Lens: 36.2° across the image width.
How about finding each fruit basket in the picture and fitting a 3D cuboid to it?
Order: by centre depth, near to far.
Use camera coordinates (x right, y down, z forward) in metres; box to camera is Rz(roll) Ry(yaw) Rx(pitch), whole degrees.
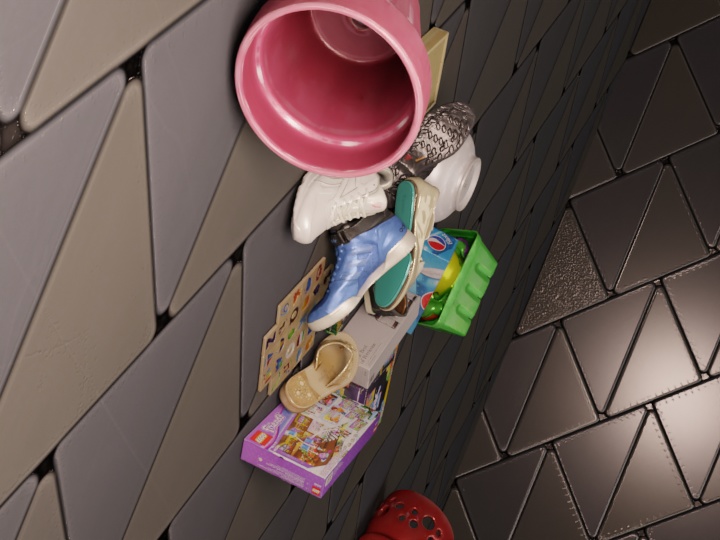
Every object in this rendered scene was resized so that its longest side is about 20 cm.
[{"bbox_3d":[0.143,0.006,2.075,0.213,0.155,0.220,-3,96,-32],"label":"fruit basket"}]

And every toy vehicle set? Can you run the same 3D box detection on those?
[{"bbox_3d":[0.070,-0.262,1.623,0.200,0.026,0.126,-49,156,-47],"label":"toy vehicle set"}]

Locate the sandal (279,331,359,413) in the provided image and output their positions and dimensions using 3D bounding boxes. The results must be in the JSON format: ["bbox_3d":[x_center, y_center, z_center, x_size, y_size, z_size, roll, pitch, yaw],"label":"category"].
[{"bbox_3d":[-0.040,0.143,1.682,0.069,0.078,0.211,-39,180,38],"label":"sandal"}]

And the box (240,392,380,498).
[{"bbox_3d":[-0.071,0.245,1.642,0.200,0.135,0.040,-40,149,-56],"label":"box"}]

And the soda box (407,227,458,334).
[{"bbox_3d":[0.101,0.017,1.931,0.065,0.067,0.201,-62,177,-45],"label":"soda box"}]

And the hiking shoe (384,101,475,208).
[{"bbox_3d":[0.093,-0.184,1.684,0.200,0.076,0.101,-43,-174,9],"label":"hiking shoe"}]

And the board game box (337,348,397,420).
[{"bbox_3d":[-0.002,0.235,1.990,0.165,0.056,0.202,-48,155,-51],"label":"board game box"}]

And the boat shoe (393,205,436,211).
[{"bbox_3d":[0.075,-0.080,1.814,0.200,0.060,0.075,118,-6,-66],"label":"boat shoe"}]

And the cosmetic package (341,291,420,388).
[{"bbox_3d":[0.023,0.103,1.854,0.201,0.081,0.051,-53,156,-43],"label":"cosmetic package"}]

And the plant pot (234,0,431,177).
[{"bbox_3d":[-0.015,-0.230,1.148,0.180,0.196,0.202,-73,172,-46],"label":"plant pot"}]

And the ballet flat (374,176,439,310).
[{"bbox_3d":[0.074,-0.037,1.638,0.069,0.068,0.203,-11,116,-70],"label":"ballet flat"}]

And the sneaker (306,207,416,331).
[{"bbox_3d":[-0.026,-0.016,1.565,0.200,0.111,0.077,-43,-165,0],"label":"sneaker"}]

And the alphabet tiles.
[{"bbox_3d":[-0.092,0.080,1.590,0.200,0.006,0.168,-49,155,-48],"label":"alphabet tiles"}]

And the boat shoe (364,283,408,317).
[{"bbox_3d":[0.040,0.009,1.724,0.072,0.067,0.201,-60,157,-26],"label":"boat shoe"}]

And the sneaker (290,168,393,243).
[{"bbox_3d":[-0.018,-0.097,1.431,0.201,0.098,0.079,-52,158,-42],"label":"sneaker"}]

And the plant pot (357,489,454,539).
[{"bbox_3d":[0.094,0.649,2.603,0.182,0.199,0.203,-37,148,-42],"label":"plant pot"}]

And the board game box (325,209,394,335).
[{"bbox_3d":[0.000,0.000,1.742,0.106,0.023,0.201,92,24,-45],"label":"board game box"}]

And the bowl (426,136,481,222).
[{"bbox_3d":[0.148,-0.162,1.891,0.202,0.089,0.202,-57,162,-31],"label":"bowl"}]
